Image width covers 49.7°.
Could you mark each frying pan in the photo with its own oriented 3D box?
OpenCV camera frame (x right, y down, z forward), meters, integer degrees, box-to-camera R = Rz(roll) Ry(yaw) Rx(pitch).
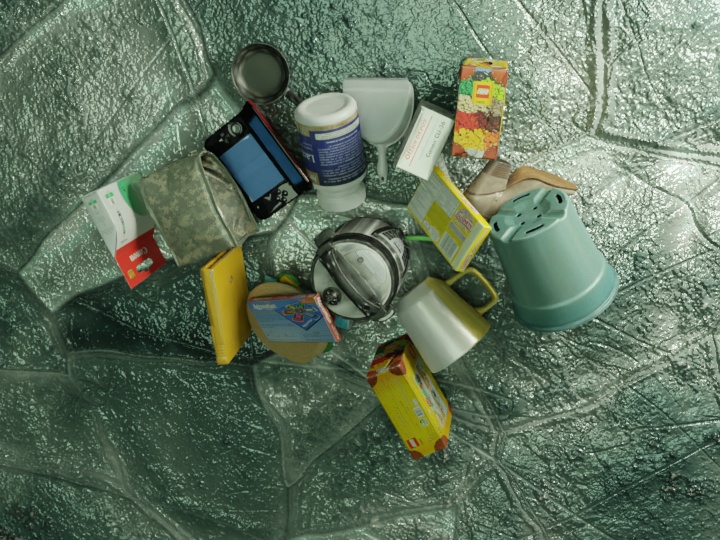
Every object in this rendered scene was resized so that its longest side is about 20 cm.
[{"bbox_3d":[-0.154,-0.366,1.481,0.190,0.031,0.115,15,111,2],"label":"frying pan"}]

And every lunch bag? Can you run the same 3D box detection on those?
[{"bbox_3d":[-0.324,-0.130,1.540,0.164,0.118,0.200,-17,107,28],"label":"lunch bag"}]

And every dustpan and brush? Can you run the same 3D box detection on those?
[{"bbox_3d":[0.036,-0.262,1.475,0.139,0.057,0.200,6,104,21],"label":"dustpan and brush"}]

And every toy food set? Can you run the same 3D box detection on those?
[{"bbox_3d":[-0.144,0.103,1.599,0.200,0.049,0.198,48,132,-8],"label":"toy food set"}]

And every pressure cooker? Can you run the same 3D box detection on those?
[{"bbox_3d":[-0.002,0.002,1.487,0.176,0.200,0.179,11,111,11],"label":"pressure cooker"}]

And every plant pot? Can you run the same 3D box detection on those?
[{"bbox_3d":[0.333,-0.027,1.386,0.200,0.200,0.196,-22,121,17],"label":"plant pot"}]

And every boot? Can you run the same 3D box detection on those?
[{"bbox_3d":[0.287,-0.122,1.453,0.200,0.070,0.146,16,112,-8],"label":"boot"}]

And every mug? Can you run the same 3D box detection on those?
[{"bbox_3d":[0.162,0.087,1.539,0.153,0.187,0.149,50,143,1],"label":"mug"}]

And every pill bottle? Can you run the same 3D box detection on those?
[{"bbox_3d":[-0.049,-0.218,1.449,0.115,0.116,0.200,-2,126,12],"label":"pill bottle"}]

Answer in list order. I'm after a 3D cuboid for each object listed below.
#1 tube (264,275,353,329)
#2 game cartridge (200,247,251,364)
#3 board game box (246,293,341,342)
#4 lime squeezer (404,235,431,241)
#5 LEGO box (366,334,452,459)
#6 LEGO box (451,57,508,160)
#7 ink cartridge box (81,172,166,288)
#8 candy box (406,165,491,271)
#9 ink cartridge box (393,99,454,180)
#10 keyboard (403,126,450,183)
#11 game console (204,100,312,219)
[{"bbox_3d":[-0.110,0.070,1.618,0.200,0.050,0.078,16,114,11],"label":"tube"},{"bbox_3d":[-0.268,0.064,1.573,0.032,0.176,0.200,-1,108,10],"label":"game cartridge"},{"bbox_3d":[-0.132,0.095,1.519,0.200,0.019,0.103,-4,121,43],"label":"board game box"},{"bbox_3d":[0.188,-0.089,1.510,0.200,0.038,0.071,-33,82,17],"label":"lime squeezer"},{"bbox_3d":[0.103,0.253,1.573,0.077,0.149,0.200,-26,102,18],"label":"LEGO box"},{"bbox_3d":[0.209,-0.285,1.348,0.077,0.200,0.149,7,110,8],"label":"LEGO box"},{"bbox_3d":[-0.457,-0.085,1.567,0.050,0.161,0.200,-22,103,21],"label":"ink cartridge box"},{"bbox_3d":[0.158,-0.099,1.430,0.026,0.200,0.102,9,124,-37],"label":"candy box"},{"bbox_3d":[0.113,-0.232,1.377,0.067,0.200,0.117,23,107,-1],"label":"ink cartridge box"},{"bbox_3d":[0.139,-0.187,1.497,0.056,0.011,0.200,-17,105,16],"label":"keyboard"},{"bbox_3d":[-0.201,-0.205,1.499,0.172,0.119,0.200,-33,99,19],"label":"game console"}]
